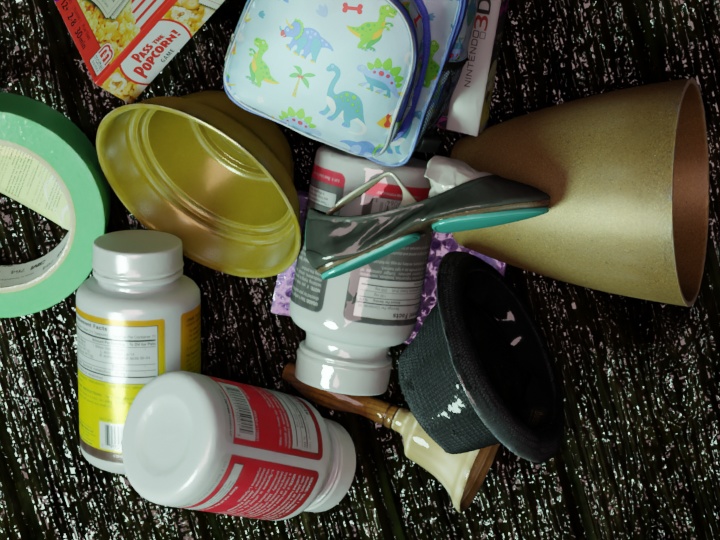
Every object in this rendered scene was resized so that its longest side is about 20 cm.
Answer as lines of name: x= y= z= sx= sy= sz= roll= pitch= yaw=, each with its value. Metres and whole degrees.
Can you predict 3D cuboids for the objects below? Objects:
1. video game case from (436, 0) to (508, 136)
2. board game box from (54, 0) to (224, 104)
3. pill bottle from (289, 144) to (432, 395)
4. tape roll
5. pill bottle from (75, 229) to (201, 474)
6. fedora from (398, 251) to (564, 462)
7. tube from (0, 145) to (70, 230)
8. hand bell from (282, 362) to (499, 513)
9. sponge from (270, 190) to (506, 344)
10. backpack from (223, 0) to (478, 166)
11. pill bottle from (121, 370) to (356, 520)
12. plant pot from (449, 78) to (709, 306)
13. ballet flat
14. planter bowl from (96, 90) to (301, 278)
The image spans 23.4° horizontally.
video game case: x=0.021 y=-0.219 z=1.439 sx=0.200 sy=0.036 sz=0.182 roll=15 pitch=116 yaw=12
board game box: x=-0.166 y=-0.261 z=1.463 sx=0.200 sy=0.152 sz=0.046 roll=-46 pitch=137 yaw=15
pill bottle: x=0.000 y=0.000 z=1.478 sx=0.111 sy=0.111 sz=0.200 roll=11 pitch=99 yaw=4
tape roll: x=-0.322 y=-0.056 z=1.537 sx=0.200 sy=0.048 sz=0.201 roll=-1 pitch=116 yaw=-1
pill bottle: x=-0.195 y=0.070 z=1.531 sx=0.109 sy=0.109 sz=0.200 roll=3 pitch=107 yaw=6
fedora: x=0.089 y=0.084 z=1.453 sx=0.092 sy=0.201 sz=0.201 roll=-30 pitch=95 yaw=23
tube: x=-0.337 y=-0.108 z=1.563 sx=0.200 sy=0.058 sz=0.052 roll=24 pitch=63 yaw=-2
hand bell: x=0.022 y=0.127 z=1.554 sx=0.200 sy=0.104 sz=0.104 roll=24 pitch=101 yaw=15
sponge: x=0.028 y=0.005 z=1.548 sx=0.200 sy=0.030 sz=0.112 roll=13 pitch=101 yaw=4
backpack: x=-0.002 y=-0.196 z=1.354 sx=0.183 sy=0.147 sz=0.200 roll=24 pitch=115 yaw=6
pill bottle: x=-0.098 y=0.155 z=1.497 sx=0.112 sy=0.200 sz=0.112 roll=-12 pitch=70 yaw=37
plant pot: x=0.180 y=-0.064 z=1.459 sx=0.200 sy=0.186 sz=0.187 roll=0 pitch=100 yaw=20
ballet flat: x=0.048 y=-0.052 z=1.381 sx=0.200 sy=0.068 sz=0.069 roll=-16 pitch=84 yaw=4
planter bowl: x=-0.120 y=-0.092 z=1.489 sx=0.200 sy=0.200 sz=0.084 roll=33 pitch=57 yaw=0
